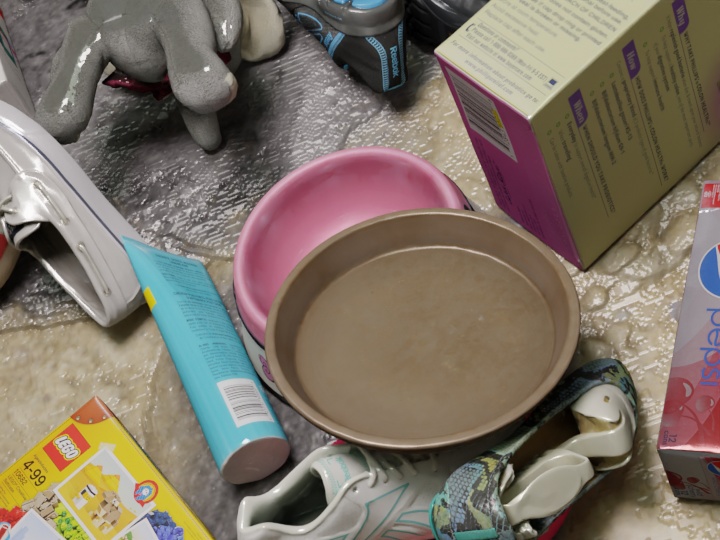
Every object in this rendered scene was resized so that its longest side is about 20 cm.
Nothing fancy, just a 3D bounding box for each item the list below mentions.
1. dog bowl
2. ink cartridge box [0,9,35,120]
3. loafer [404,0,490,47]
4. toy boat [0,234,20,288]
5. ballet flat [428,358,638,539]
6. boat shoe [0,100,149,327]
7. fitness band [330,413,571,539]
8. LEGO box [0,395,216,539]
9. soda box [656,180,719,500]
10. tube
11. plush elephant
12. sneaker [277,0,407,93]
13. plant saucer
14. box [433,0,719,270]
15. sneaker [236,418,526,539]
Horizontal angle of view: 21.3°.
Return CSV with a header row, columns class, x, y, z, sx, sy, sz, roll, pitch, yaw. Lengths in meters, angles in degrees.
class,x,y,z,sx,sy,sz,roll,pitch,yaw
dog bowl,0.000,0.000,1.329,0.199,0.074,0.201,-10,55,15
ink cartridge box,-0.351,-0.176,1.588,0.116,0.067,0.200,-27,51,2
loafer,0.079,-0.201,1.444,0.070,0.068,0.200,-38,54,-21
toy boat,-0.359,-0.034,1.453,0.199,0.131,0.131,-17,53,10
ballet flat,0.127,0.115,1.166,0.074,0.074,0.200,24,44,32
boat shoe,-0.234,-0.041,1.397,0.200,0.072,0.066,48,55,-3
fitness band,0.046,0.147,1.237,0.200,0.037,0.144,-32,49,-3
LEGO box,-0.166,0.205,1.249,0.149,0.077,0.200,-40,53,-8
soda box,0.238,0.043,1.209,0.063,0.070,0.201,2,59,23
tube,-0.107,0.055,1.338,0.050,0.077,0.200,-42,53,20
plush elephant,-0.143,-0.164,1.459,0.164,0.155,0.201,-17,60,21
sneaker,-0.021,-0.195,1.470,0.073,0.082,0.200,-21,29,-12
plant saucer,0.039,0.040,1.203,0.199,0.030,0.201,-6,46,6
box,0.170,-0.136,1.290,0.200,0.176,0.097,-42,53,-10
sneaker,0.014,0.134,1.185,0.200,0.080,0.071,-32,47,-3
